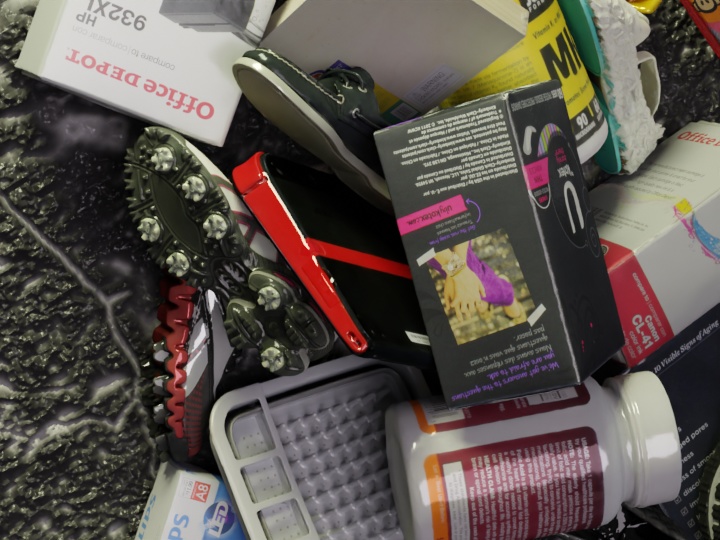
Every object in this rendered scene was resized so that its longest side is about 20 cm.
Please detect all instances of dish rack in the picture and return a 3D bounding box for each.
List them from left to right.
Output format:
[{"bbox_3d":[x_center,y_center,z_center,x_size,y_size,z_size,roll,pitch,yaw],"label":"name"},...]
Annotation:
[{"bbox_3d":[-0.016,0.158,1.337,0.199,0.043,0.173,-16,77,-36],"label":"dish rack"}]

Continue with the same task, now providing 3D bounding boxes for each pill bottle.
[{"bbox_3d":[0.099,-0.169,1.330,0.114,0.114,0.201,-31,109,-13],"label":"pill bottle"},{"bbox_3d":[0.124,0.137,1.292,0.198,0.114,0.116,-9,103,-7],"label":"pill bottle"}]

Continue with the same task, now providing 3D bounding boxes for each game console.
[{"bbox_3d":[0.000,0.000,1.264,0.031,0.178,0.199,-40,157,19],"label":"game console"}]

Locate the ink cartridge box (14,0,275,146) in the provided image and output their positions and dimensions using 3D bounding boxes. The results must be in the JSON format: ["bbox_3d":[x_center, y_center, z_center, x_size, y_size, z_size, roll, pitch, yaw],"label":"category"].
[{"bbox_3d":[-0.136,-0.206,1.249,0.144,0.084,0.202,20,92,-23],"label":"ink cartridge box"}]

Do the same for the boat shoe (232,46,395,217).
[{"bbox_3d":[-0.010,-0.110,1.263,0.199,0.074,0.066,38,78,-34],"label":"boat shoe"}]

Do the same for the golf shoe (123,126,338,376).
[{"bbox_3d":[-0.088,-0.019,1.251,0.077,0.088,0.201,-37,92,31],"label":"golf shoe"}]

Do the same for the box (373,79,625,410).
[{"bbox_3d":[0.100,-0.020,1.242,0.105,0.122,0.202,-13,96,26],"label":"box"}]

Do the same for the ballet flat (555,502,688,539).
[{"bbox_3d":[0.161,0.176,1.360,0.198,0.057,0.067,21,75,-3],"label":"ballet flat"}]

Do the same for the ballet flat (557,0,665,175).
[{"bbox_3d":[0.196,-0.163,1.374,0.071,0.072,0.201,-32,135,-13],"label":"ballet flat"}]

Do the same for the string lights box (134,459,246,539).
[{"bbox_3d":[-0.071,0.221,1.364,0.198,0.059,0.104,18,90,-24],"label":"string lights box"}]

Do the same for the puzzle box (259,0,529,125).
[{"bbox_3d":[0.008,-0.161,1.266,0.132,0.200,0.026,29,52,-23],"label":"puzzle box"}]

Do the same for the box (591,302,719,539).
[{"bbox_3d":[0.281,0.103,1.445,0.199,0.124,0.198,-35,112,-11],"label":"box"}]

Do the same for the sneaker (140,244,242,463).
[{"bbox_3d":[-0.110,0.044,1.312,0.097,0.071,0.203,3,97,-19],"label":"sneaker"}]

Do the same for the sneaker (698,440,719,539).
[{"bbox_3d":[0.322,0.132,1.363,0.079,0.074,0.202,18,94,-24],"label":"sneaker"}]

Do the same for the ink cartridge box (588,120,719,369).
[{"bbox_3d":[0.236,-0.025,1.392,0.199,0.147,0.086,-33,110,-12],"label":"ink cartridge box"}]

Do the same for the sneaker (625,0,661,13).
[{"bbox_3d":[0.158,-0.267,1.356,0.199,0.077,0.073,30,88,-22],"label":"sneaker"}]

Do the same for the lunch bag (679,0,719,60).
[{"bbox_3d":[0.319,-0.270,1.389,0.176,0.082,0.201,48,61,-23],"label":"lunch bag"}]
